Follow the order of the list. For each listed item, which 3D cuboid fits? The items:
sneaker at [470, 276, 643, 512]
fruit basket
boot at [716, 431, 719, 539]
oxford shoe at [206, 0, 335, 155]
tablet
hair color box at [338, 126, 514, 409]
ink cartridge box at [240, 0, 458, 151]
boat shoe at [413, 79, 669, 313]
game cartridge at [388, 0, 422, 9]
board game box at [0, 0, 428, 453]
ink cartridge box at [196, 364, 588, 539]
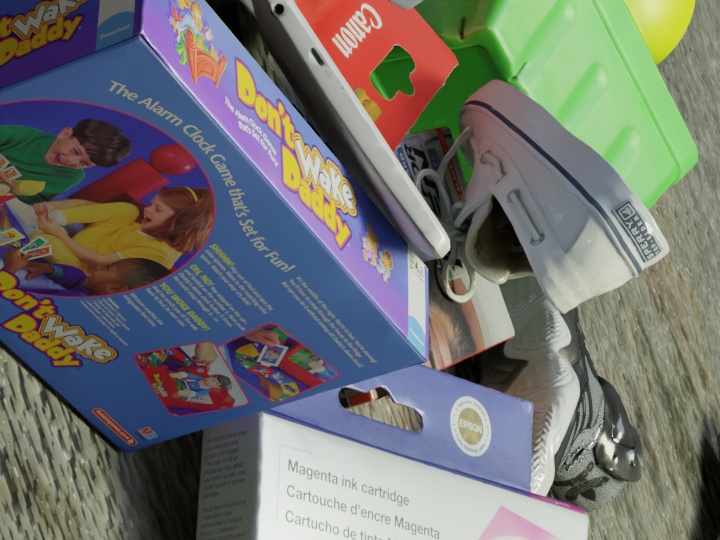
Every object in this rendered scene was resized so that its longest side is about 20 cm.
[{"bbox_3d":[0.098,0.091,1.302,0.114,0.075,0.200,58,23,-25],"label":"sneaker"},{"bbox_3d":[0.103,-0.129,1.374,0.215,0.155,0.217,17,70,-55],"label":"fruit basket"},{"bbox_3d":[0.292,0.212,1.678,0.200,0.072,0.155,57,25,-22],"label":"boot"},{"bbox_3d":[-0.078,-0.064,1.015,0.201,0.072,0.085,61,-29,25],"label":"oxford shoe"},{"bbox_3d":[-0.008,-0.058,0.996,0.130,0.014,0.200,57,-2,0],"label":"tablet"},{"bbox_3d":[0.000,0.000,1.160,0.200,0.064,0.111,-20,92,-67],"label":"hair color box"},{"bbox_3d":[-0.022,-0.162,1.177,0.200,0.050,0.161,47,26,-6],"label":"ink cartridge box"},{"bbox_3d":[0.067,-0.024,1.164,0.075,0.086,0.202,55,-3,-26],"label":"boat shoe"},{"bbox_3d":[-0.022,-0.217,1.158,0.133,0.041,0.201,20,41,-43],"label":"game cartridge"},{"bbox_3d":[-0.079,-0.018,0.891,0.200,0.134,0.045,49,31,-45],"label":"board game box"},{"bbox_3d":[0.017,0.124,1.019,0.196,0.043,0.201,20,66,-42],"label":"ink cartridge box"}]
